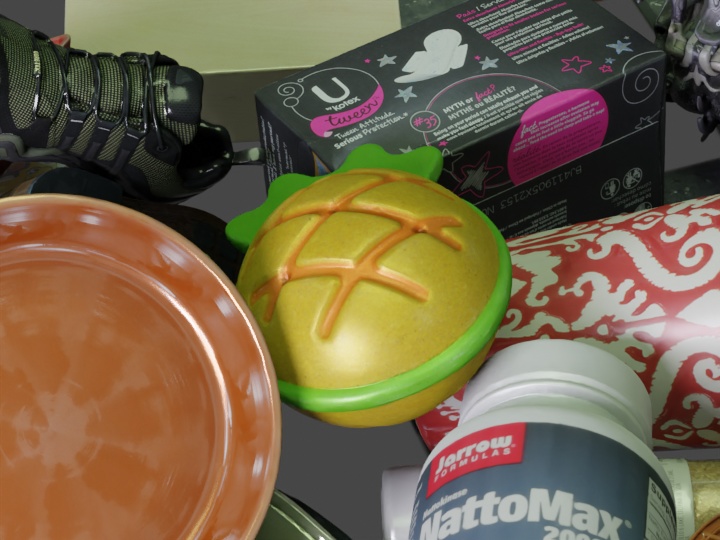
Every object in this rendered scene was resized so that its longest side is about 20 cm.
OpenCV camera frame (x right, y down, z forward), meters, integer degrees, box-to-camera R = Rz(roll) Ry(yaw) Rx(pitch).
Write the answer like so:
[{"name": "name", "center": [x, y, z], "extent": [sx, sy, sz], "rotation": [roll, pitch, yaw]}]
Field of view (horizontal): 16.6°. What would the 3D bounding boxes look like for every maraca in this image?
[{"name": "maraca", "center": [0.000, 0.000, 1.162], "extent": [0.137, 0.107, 0.200], "rotation": [-18, 34, -1]}]

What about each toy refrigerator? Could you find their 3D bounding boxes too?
[{"name": "toy refrigerator", "center": [-0.074, -0.122, 1.473], "extent": [0.199, 0.070, 0.076], "rotation": [-5, 51, -1]}]

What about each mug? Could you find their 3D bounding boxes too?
[{"name": "mug", "center": [0.138, 0.043, 1.249], "extent": [0.199, 0.178, 0.134], "rotation": [-9, 59, 19]}]

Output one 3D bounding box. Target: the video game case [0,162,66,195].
[{"name": "video game case", "center": [-0.239, -0.035, 1.387], "extent": [0.200, 0.023, 0.182], "rotation": [-27, 32, -22]}]

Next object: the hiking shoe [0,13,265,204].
[{"name": "hiking shoe", "center": [-0.133, -0.091, 1.252], "extent": [0.100, 0.200, 0.076], "rotation": [-20, 62, 23]}]

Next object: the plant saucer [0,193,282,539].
[{"name": "plant saucer", "center": [-0.134, 0.068, 1.062], "extent": [0.199, 0.032, 0.201], "rotation": [2, 82, -13]}]

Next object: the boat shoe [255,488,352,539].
[{"name": "boat shoe", "center": [0.005, 0.178, 1.154], "extent": [0.199, 0.066, 0.075], "rotation": [39, 93, 14]}]

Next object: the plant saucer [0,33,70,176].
[{"name": "plant saucer", "center": [-0.264, -0.044, 1.316], "extent": [0.199, 0.037, 0.200], "rotation": [-14, 27, 27]}]

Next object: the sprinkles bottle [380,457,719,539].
[{"name": "sprinkles bottle", "center": [0.110, 0.126, 1.204], "extent": [0.199, 0.068, 0.068], "rotation": [-2, 44, 0]}]

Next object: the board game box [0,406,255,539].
[{"name": "board game box", "center": [-0.085, 0.178, 1.091], "extent": [0.126, 0.035, 0.200], "rotation": [-33, 88, -13]}]

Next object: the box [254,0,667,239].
[{"name": "box", "center": [0.056, -0.058, 1.353], "extent": [0.199, 0.132, 0.115], "rotation": [-24, 44, -22]}]

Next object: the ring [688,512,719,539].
[{"name": "ring", "center": [0.225, 0.186, 1.109], "extent": [0.200, 0.019, 0.201], "rotation": [17, 46, -18]}]

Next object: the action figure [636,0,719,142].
[{"name": "action figure", "center": [0.208, -0.136, 1.368], "extent": [0.119, 0.200, 0.102], "rotation": [30, 80, 24]}]

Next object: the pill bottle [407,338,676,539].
[{"name": "pill bottle", "center": [0.078, 0.129, 1.079], "extent": [0.119, 0.120, 0.200], "rotation": [3, 41, 6]}]

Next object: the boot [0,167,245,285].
[{"name": "boot", "center": [-0.125, 0.006, 1.306], "extent": [0.097, 0.200, 0.075], "rotation": [-15, 55, 43]}]
